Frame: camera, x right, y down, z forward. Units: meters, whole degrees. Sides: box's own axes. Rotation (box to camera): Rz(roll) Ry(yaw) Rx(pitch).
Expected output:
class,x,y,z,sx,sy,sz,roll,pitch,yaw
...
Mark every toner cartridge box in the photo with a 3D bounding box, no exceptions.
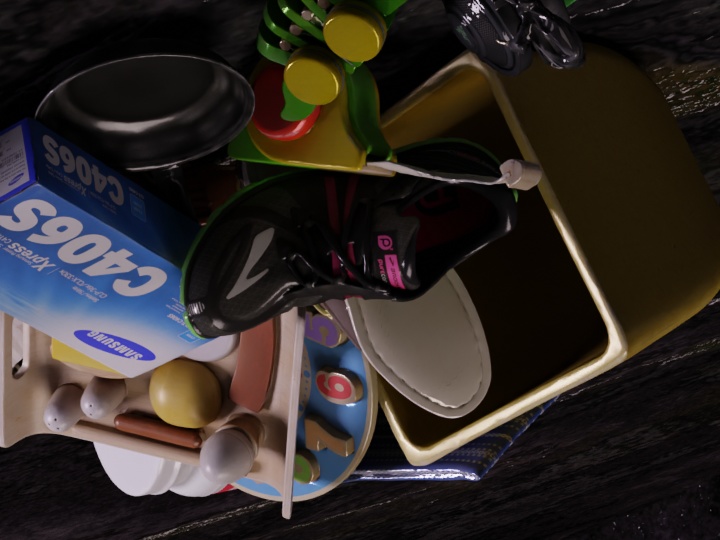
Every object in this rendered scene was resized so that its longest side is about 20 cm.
class,x,y,z,sx,sy,sz,roll,pitch,yaw
toner cartridge box,-0.149,-0.008,1.224,0.095,0.043,0.200,-25,148,24

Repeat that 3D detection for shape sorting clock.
class,x,y,z,sx,sy,sz,roll,pitch,yaw
shape sorting clock,-0.072,0.053,1.418,0.039,0.201,0.200,-27,175,-43

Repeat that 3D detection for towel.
class,x,y,z,sx,sy,sz,roll,pitch,yaw
towel,0.067,0.090,1.482,0.144,0.024,0.200,-6,-159,36

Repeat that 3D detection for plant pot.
class,x,y,z,sx,sy,sz,roll,pitch,yaw
plant pot,0.112,-0.025,1.384,0.199,0.195,0.195,-19,170,-46

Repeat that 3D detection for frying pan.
class,x,y,z,sx,sy,sz,roll,pitch,yaw
frying pan,-0.095,-0.073,1.196,0.114,0.031,0.190,-21,153,20

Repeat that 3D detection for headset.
class,x,y,z,sx,sy,sz,roll,pitch,yaw
headset,0.098,-0.137,1.086,0.123,0.094,0.200,-41,173,18

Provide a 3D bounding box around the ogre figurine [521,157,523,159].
class,x,y,z,sx,sy,sz,roll,pitch,yaw
ogre figurine,0.042,0.000,1.536,0.098,0.201,0.120,26,171,-5

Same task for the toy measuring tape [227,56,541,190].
class,x,y,z,sx,sy,sz,roll,pitch,yaw
toy measuring tape,0.005,-0.085,1.189,0.199,0.074,0.073,7,180,32

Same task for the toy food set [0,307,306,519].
class,x,y,z,sx,sy,sz,roll,pitch,yaw
toy food set,-0.129,0.067,1.380,0.198,0.145,0.060,12,-151,13

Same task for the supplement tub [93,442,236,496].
class,x,y,z,sx,sy,sz,roll,pitch,yaw
supplement tub,-0.082,0.083,1.619,0.199,0.141,0.140,-8,163,-31

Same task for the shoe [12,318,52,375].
class,x,y,z,sx,sy,sz,roll,pitch,yaw
shoe,-0.221,0.052,1.515,0.069,0.054,0.200,-12,164,-20

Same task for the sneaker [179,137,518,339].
class,x,y,z,sx,sy,sz,roll,pitch,yaw
sneaker,-0.005,-0.018,1.218,0.199,0.077,0.084,-24,-156,-12

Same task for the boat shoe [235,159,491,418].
class,x,y,z,sx,sy,sz,roll,pitch,yaw
boat shoe,0.000,0.000,1.299,0.072,0.200,0.059,-42,-171,-14

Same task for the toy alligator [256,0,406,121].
class,x,y,z,sx,sy,sz,roll,pitch,yaw
toy alligator,-0.001,-0.141,1.096,0.054,0.060,0.200,34,137,-12

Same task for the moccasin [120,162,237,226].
class,x,y,z,sx,sy,sz,roll,pitch,yaw
moccasin,-0.134,-0.030,1.306,0.200,0.074,0.078,-3,169,-17
